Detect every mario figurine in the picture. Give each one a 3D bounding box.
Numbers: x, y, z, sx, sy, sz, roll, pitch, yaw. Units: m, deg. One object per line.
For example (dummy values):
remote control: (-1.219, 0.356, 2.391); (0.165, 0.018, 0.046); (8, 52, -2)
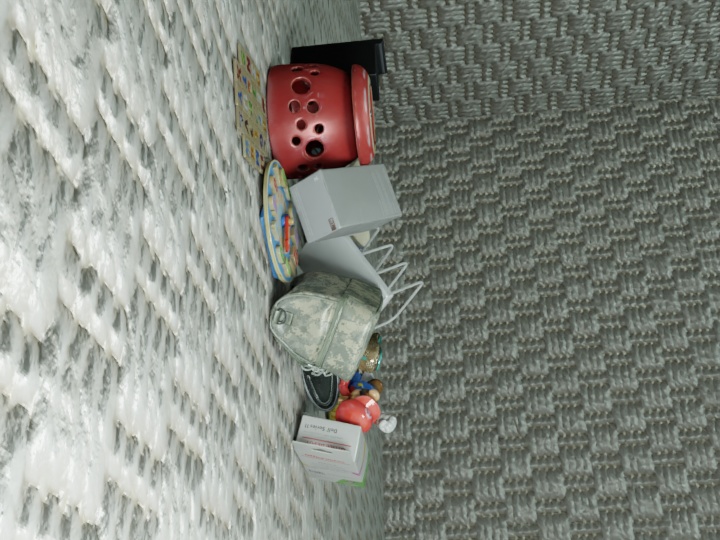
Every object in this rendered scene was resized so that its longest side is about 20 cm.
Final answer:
mario figurine: (0.014, 0.234, 1.538); (0.200, 0.120, 0.109); (-81, 180, -74)

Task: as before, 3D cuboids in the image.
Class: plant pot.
plant pot: (-0.065, -0.273, 1.462); (0.200, 0.178, 0.206); (-5, 90, -87)

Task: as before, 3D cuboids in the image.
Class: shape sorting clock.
shape sorting clock: (-0.130, -0.081, 1.347); (0.200, 0.038, 0.205); (-3, 90, -86)

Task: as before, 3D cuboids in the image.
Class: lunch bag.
lunch bag: (-0.059, 0.078, 1.359); (0.200, 0.165, 0.142); (-61, 175, -77)

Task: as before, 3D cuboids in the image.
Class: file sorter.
file sorter: (0.000, 0.000, 1.535); (0.201, 0.123, 0.139); (52, -49, 17)

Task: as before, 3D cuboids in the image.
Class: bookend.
bookend: (-0.042, -0.362, 1.660); (0.093, 0.195, 0.203); (77, 10, -58)

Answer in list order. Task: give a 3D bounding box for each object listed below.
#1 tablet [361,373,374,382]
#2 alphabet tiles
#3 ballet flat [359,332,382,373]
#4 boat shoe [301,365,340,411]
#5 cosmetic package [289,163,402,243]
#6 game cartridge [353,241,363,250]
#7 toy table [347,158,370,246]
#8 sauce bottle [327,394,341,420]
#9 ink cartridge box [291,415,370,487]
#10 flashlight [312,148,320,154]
tablet: (-0.030, 0.195, 1.742); (0.202, 0.013, 0.131); (63, -38, 33)
alphabet tiles: (-0.166, -0.243, 1.244); (0.200, 0.006, 0.171); (41, 45, -83)
ballet flat: (0.008, 0.151, 1.565); (0.200, 0.064, 0.072); (107, 0, -89)
boat shoe: (-0.079, 0.171, 1.536); (0.068, 0.072, 0.205); (-79, 165, -85)
cosmetic package: (-0.023, -0.120, 1.423); (0.198, 0.089, 0.109); (-13, 82, -50)
game cartridge: (-0.046, 0.026, 1.808); (0.134, 0.041, 0.201); (-55, -169, 29)
toy table: (-0.037, -0.143, 1.729); (0.183, 0.115, 0.205); (28, -59, 55)
sauce bottle: (-0.052, 0.257, 1.858); (0.066, 0.064, 0.205); (-62, 146, -80)
ink cartridge box: (-0.051, 0.324, 1.474); (0.201, 0.114, 0.069); (79, 23, -58)
flashlight: (-0.053, -0.170, 1.611); (0.201, 0.067, 0.068); (52, 7, -11)
